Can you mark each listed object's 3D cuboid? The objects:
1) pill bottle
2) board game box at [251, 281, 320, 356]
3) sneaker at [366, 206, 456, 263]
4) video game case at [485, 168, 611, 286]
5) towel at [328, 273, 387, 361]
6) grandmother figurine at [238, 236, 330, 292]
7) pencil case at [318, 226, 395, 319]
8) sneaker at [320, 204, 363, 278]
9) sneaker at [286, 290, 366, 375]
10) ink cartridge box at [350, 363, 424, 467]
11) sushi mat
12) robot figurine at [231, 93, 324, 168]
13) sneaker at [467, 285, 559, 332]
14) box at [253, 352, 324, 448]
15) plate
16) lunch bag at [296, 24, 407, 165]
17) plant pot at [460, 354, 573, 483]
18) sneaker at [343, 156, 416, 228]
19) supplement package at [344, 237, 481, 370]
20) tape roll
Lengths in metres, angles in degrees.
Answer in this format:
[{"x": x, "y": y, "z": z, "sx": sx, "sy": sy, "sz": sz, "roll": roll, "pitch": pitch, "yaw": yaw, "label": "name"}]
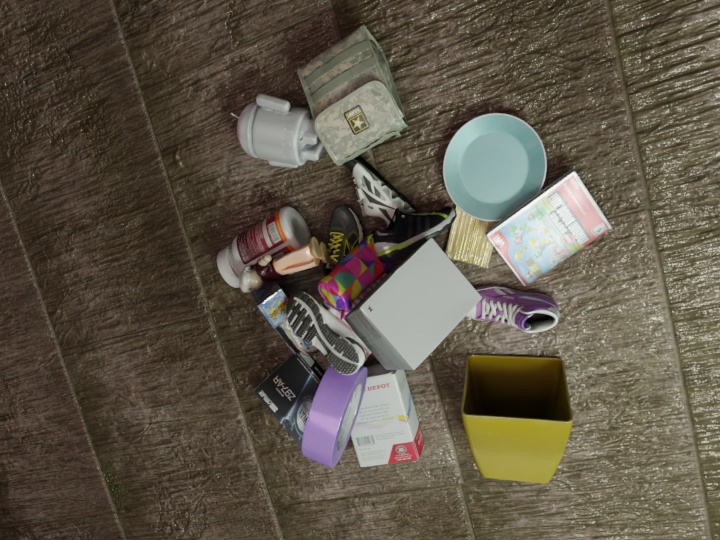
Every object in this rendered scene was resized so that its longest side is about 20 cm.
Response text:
[{"x": -0.211, "y": -0.047, "z": 1.202, "sx": 0.197, "sy": 0.110, "sz": 0.111, "roll": -27, "pitch": 95, "yaw": 19, "label": "pill bottle"}, {"x": -0.162, "y": 0.101, "z": 1.174, "sx": 0.061, "sy": 0.200, "sz": 0.202, "roll": -35, "pitch": 91, "yaw": -8, "label": "board game box"}, {"x": 0.102, "y": -0.091, "z": 1.080, "sx": 0.197, "sy": 0.072, "sz": 0.084, "roll": -31, "pitch": 94, "yaw": -19, "label": "sneaker"}, {"x": 0.360, "y": -0.078, "z": 1.062, "sx": 0.199, "sy": 0.018, "sz": 0.143, "roll": -37, "pitch": 109, "yaw": 20, "label": "video game case"}, {"x": 0.005, "y": 0.091, "z": 1.216, "sx": 0.145, "sy": 0.030, "sz": 0.202, "roll": 38, "pitch": 110, "yaw": 5, "label": "towel"}, {"x": -0.166, "y": -0.006, "z": 1.120, "sx": 0.196, "sy": 0.121, "sz": 0.062, "roll": -23, "pitch": 59, "yaw": 19, "label": "grandmother figurine"}, {"x": 0.000, "y": 0.000, "z": 1.106, "sx": 0.087, "sy": 0.200, "sz": 0.089, "roll": 33, "pitch": 151, "yaw": 21, "label": "pencil case"}, {"x": -0.042, "y": -0.035, "z": 1.157, "sx": 0.073, "sy": 0.084, "sz": 0.206, "roll": -1, "pitch": 94, "yaw": 29, "label": "sneaker"}, {"x": -0.067, "y": 0.119, "z": 1.071, "sx": 0.074, "sy": 0.080, "sz": 0.200, "roll": -46, "pitch": 76, "yaw": 14, "label": "sneaker"}, {"x": 0.046, "y": 0.317, "z": 1.227, "sx": 0.142, "sy": 0.083, "sz": 0.205, "roll": -13, "pitch": 99, "yaw": 20, "label": "ink cartridge box"}, {"x": 0.236, "y": -0.111, "z": 1.112, "sx": 0.093, "sy": 0.012, "sz": 0.205, "roll": 15, "pitch": 106, "yaw": 14, "label": "sushi mat"}, {"x": -0.169, "y": -0.283, "z": 1.134, "sx": 0.195, "sy": 0.114, "sz": 0.172, "roll": 12, "pitch": 139, "yaw": 13, "label": "robot figurine"}, {"x": 0.290, "y": 0.078, "z": 1.089, "sx": 0.195, "sy": 0.114, "sz": 0.075, "roll": 0, "pitch": 104, "yaw": 17, "label": "sneaker"}, {"x": -0.132, "y": 0.305, "z": 1.296, "sx": 0.160, "sy": 0.044, "sz": 0.201, "roll": -41, "pitch": 90, "yaw": 20, "label": "box"}, {"x": 0.258, "y": -0.198, "z": 1.067, "sx": 0.195, "sy": 0.026, "sz": 0.206, "roll": 4, "pitch": 103, "yaw": 15, "label": "plate"}, {"x": -0.012, "y": -0.324, "z": 1.056, "sx": 0.161, "sy": 0.117, "sz": 0.204, "roll": -24, "pitch": 76, "yaw": 20, "label": "lunch bag"}, {"x": 0.309, "y": 0.303, "z": 1.101, "sx": 0.194, "sy": 0.201, "sz": 0.181, "roll": 0, "pitch": 114, "yaw": 15, "label": "plant pot"}, {"x": 0.015, "y": -0.160, "z": 1.131, "sx": 0.200, "sy": 0.074, "sz": 0.089, "roll": 45, "pitch": 108, "yaw": 2, "label": "sneaker"}, {"x": 0.092, "y": 0.073, "z": 1.060, "sx": 0.191, "sy": 0.200, "sz": 0.148, "roll": -42, "pitch": 90, "yaw": -14, "label": "supplement package"}, {"x": -0.048, "y": 0.279, "z": 1.095, "sx": 0.064, "sy": 0.200, "sz": 0.205, "roll": 16, "pitch": 107, "yaw": 11, "label": "tape roll"}]
